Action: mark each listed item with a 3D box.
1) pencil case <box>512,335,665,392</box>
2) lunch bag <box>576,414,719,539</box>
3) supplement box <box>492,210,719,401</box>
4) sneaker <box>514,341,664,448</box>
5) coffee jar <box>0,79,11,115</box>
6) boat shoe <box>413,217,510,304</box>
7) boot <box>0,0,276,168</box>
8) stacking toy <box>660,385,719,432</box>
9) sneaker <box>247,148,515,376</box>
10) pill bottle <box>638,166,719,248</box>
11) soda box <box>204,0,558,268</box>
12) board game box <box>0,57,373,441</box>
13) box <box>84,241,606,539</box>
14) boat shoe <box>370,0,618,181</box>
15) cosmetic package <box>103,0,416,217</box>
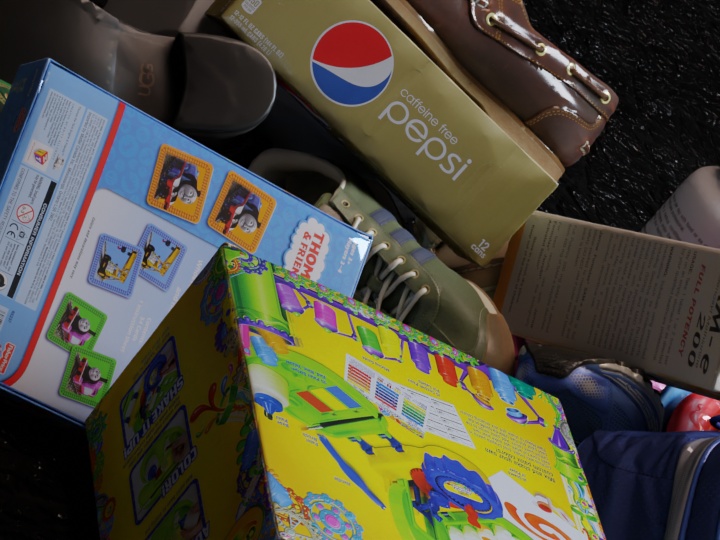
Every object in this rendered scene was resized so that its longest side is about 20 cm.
[{"bbox_3d":[0.151,0.072,1.611,0.199,0.093,0.091,21,68,-34],"label":"pencil case"},{"bbox_3d":[0.181,0.167,1.302,0.135,0.201,0.132,19,-12,-41],"label":"lunch bag"},{"bbox_3d":[0.179,0.028,1.417,0.126,0.074,0.200,17,-1,-33],"label":"supplement box"},{"bbox_3d":[0.115,0.116,1.389,0.078,0.201,0.089,11,52,23],"label":"sneaker"},{"bbox_3d":[-0.214,-0.063,1.274,0.199,0.085,0.104,29,23,-27],"label":"coffee jar"},{"bbox_3d":[0.062,-0.021,1.566,0.200,0.074,0.067,-115,-163,-78],"label":"boat shoe"},{"bbox_3d":[-0.137,-0.091,1.429,0.199,0.070,0.174,15,-10,-7],"label":"boot"},{"bbox_3d":[0.256,0.112,1.464,0.110,0.199,0.116,-49,119,-47],"label":"stacking toy"},{"bbox_3d":[0.000,0.000,1.402,0.090,0.067,0.200,26,17,-40],"label":"sneaker"},{"bbox_3d":[0.232,0.004,1.742,0.113,0.200,0.114,34,22,-16],"label":"pill bottle"},{"bbox_3d":[0.011,-0.092,1.421,0.200,0.064,0.068,43,-2,-13],"label":"soda box"},{"bbox_3d":[-0.100,0.012,1.257,0.199,0.152,0.037,28,-17,-29],"label":"board game box"},{"bbox_3d":[-0.001,0.123,1.164,0.199,0.122,0.193,26,28,-27],"label":"box"},{"bbox_3d":[0.061,-0.134,1.450,0.200,0.070,0.070,43,-2,-28],"label":"boat shoe"},{"bbox_3d":[-0.031,-0.131,1.559,0.199,0.123,0.199,32,-9,-19],"label":"cosmetic package"}]
